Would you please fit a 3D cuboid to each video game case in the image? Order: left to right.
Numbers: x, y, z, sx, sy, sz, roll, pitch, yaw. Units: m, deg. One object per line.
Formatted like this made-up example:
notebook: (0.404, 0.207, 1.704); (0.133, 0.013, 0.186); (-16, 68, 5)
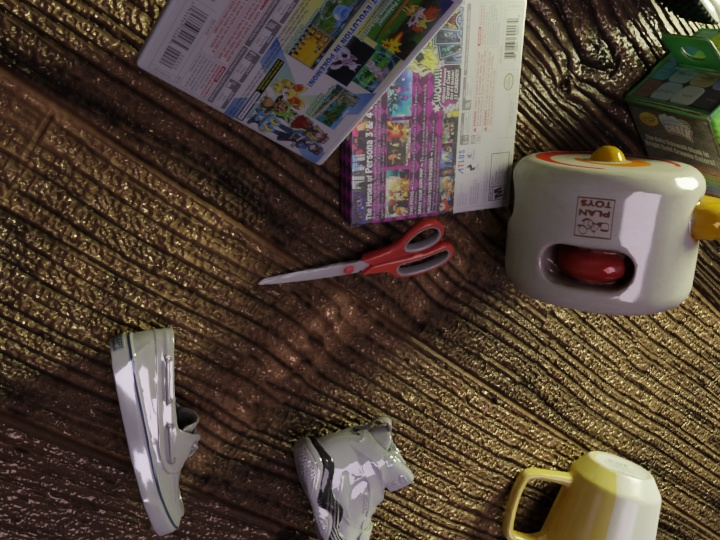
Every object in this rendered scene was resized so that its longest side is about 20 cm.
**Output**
video game case: (-0.049, -0.187, 0.557); (0.179, 0.022, 0.200); (25, 133, -28)
video game case: (0.067, -0.152, 0.680); (0.177, 0.036, 0.206); (-9, 113, -21)

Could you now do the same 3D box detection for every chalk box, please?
chalk box: (0.376, -0.169, 0.765); (0.123, 0.124, 0.201); (-39, 122, -5)

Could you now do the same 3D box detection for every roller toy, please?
roller toy: (0.235, -0.048, 0.707); (0.178, 0.200, 0.144); (-5, 107, -21)

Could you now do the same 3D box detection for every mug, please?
mug: (0.292, 0.316, 0.908); (0.183, 0.148, 0.157); (12, 97, -34)

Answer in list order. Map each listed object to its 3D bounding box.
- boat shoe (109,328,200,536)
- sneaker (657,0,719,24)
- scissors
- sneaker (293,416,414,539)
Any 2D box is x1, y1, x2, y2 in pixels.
boat shoe: (-0.177, 0.150, 0.663); (0.064, 0.074, 0.205); (-12, 115, -15)
sneaker: (0.313, -0.326, 0.705); (0.197, 0.071, 0.094); (31, 101, -28)
scissors: (0.000, 0.000, 0.717); (0.195, 0.014, 0.074); (-21, 144, -4)
sneaker: (0.003, 0.252, 0.784); (0.112, 0.075, 0.205); (-19, 113, -13)
